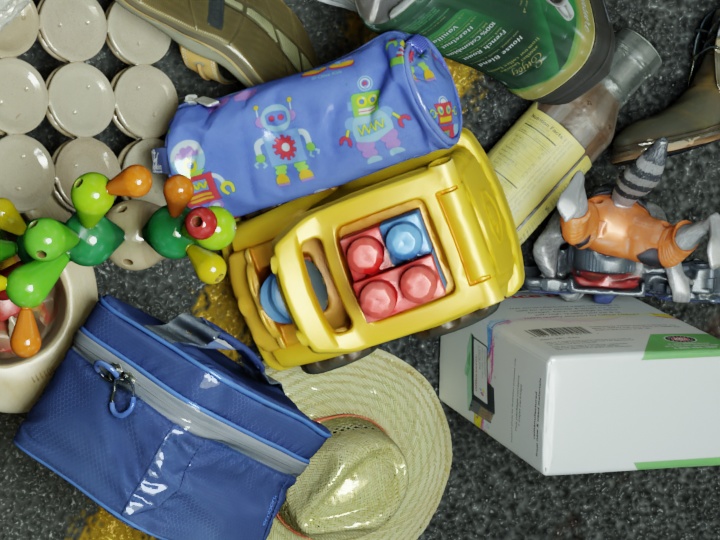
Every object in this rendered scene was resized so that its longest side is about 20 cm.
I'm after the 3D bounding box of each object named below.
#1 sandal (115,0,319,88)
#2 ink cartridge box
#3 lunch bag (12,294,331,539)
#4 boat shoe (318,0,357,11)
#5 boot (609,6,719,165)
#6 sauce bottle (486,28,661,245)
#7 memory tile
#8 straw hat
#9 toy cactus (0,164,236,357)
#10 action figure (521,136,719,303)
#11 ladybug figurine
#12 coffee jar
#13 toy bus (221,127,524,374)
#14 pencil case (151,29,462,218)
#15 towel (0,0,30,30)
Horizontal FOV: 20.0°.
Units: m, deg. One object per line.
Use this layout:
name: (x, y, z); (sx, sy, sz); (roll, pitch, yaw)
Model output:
sandal: (-0.101, -0.161, 1.377); (0.200, 0.054, 0.081); (29, 53, -34)
ink cartridge box: (0.155, 0.074, 1.430); (0.144, 0.200, 0.084); (-2, 102, -19)
lunch bag: (-0.121, 0.098, 1.341); (0.133, 0.136, 0.200); (-58, 150, -3)
boat shoe: (-0.052, -0.220, 1.384); (0.199, 0.068, 0.072); (20, 57, -32)
boot: (0.256, -0.146, 1.507); (0.199, 0.075, 0.097); (-22, 94, -23)
sauce bottle: (0.139, -0.089, 1.471); (0.200, 0.065, 0.065); (-46, 109, -8)
memory tile: (-0.188, -0.136, 1.338); (0.153, 0.017, 0.201); (-2, 85, -37)
straw hat: (-0.014, 0.149, 1.443); (0.200, 0.085, 0.202); (-3, 100, -19)
toy cactus: (-0.153, -0.013, 1.274); (0.199, 0.165, 0.103); (-17, 87, 22)
action figure: (0.207, -0.029, 1.439); (0.199, 0.193, 0.105); (4, 86, -5)
ladybug figurine: (-0.251, -0.003, 1.346); (0.135, 0.072, 0.201); (-26, 106, -15)
coffee jar: (0.086, -0.185, 1.390); (0.199, 0.085, 0.105); (18, 49, -42)
toy bus: (0.000, 0.000, 1.349); (0.199, 0.192, 0.136); (-20, 98, 10)
pencil case: (-0.035, -0.095, 1.333); (0.199, 0.078, 0.087); (-16, 106, 19)
towel: (-0.221, -0.243, 1.292); (0.132, 0.035, 0.200); (39, 67, 11)
